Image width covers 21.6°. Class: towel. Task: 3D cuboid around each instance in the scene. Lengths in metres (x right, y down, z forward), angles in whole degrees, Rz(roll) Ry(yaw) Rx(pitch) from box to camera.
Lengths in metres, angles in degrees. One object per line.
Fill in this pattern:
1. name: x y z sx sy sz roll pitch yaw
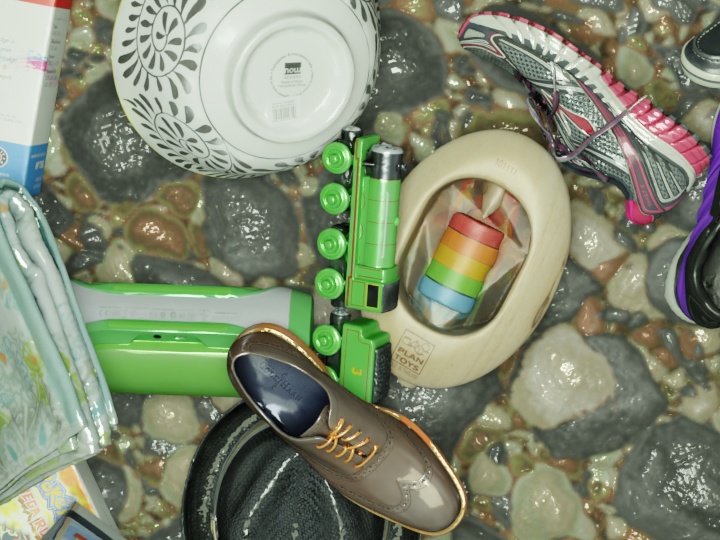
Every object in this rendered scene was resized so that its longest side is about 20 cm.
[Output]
1. towel: -0.256 0.058 1.313 0.171 0.048 0.200 -32 75 42

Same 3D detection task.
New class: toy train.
1. toy train: 0.000 0.000 1.312 0.056 0.042 0.200 10 105 25

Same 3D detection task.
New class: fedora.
1. fedora: -0.044 0.187 1.365 0.200 0.092 0.201 0 96 1

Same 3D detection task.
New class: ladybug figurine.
1. ladybug figurine: 0.076 -0.007 1.350 0.136 0.072 0.200 31 100 7

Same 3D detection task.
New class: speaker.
1. speaker: -0.135 0.050 1.358 0.200 0.088 0.089 2 96 1

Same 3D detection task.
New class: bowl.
1. bowl: -0.062 -0.143 1.291 0.201 0.094 0.201 -9 115 -20

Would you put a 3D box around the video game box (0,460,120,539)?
1. video game box: -0.257 0.247 1.400 0.182 0.047 0.200 -25 95 1

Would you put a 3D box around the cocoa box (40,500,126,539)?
1. cocoa box: -0.171 0.281 1.315 0.200 0.131 0.133 39 93 -4

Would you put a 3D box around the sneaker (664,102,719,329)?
1. sneaker: 0.278 -0.050 1.332 0.070 0.100 0.200 15 96 -3

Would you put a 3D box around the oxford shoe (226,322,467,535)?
1. oxford shoe: -0.013 0.117 1.280 0.200 0.073 0.071 37 99 0

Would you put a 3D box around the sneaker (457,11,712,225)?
1. sneaker: 0.150 -0.113 1.332 0.200 0.081 0.075 37 94 4

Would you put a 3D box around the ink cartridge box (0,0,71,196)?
1. ink cartridge box: -0.274 -0.160 1.347 0.116 0.067 0.200 11 96 1

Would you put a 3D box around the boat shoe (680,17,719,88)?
1. boat shoe: 0.315 -0.191 1.326 0.200 0.075 0.062 -24 134 -1
